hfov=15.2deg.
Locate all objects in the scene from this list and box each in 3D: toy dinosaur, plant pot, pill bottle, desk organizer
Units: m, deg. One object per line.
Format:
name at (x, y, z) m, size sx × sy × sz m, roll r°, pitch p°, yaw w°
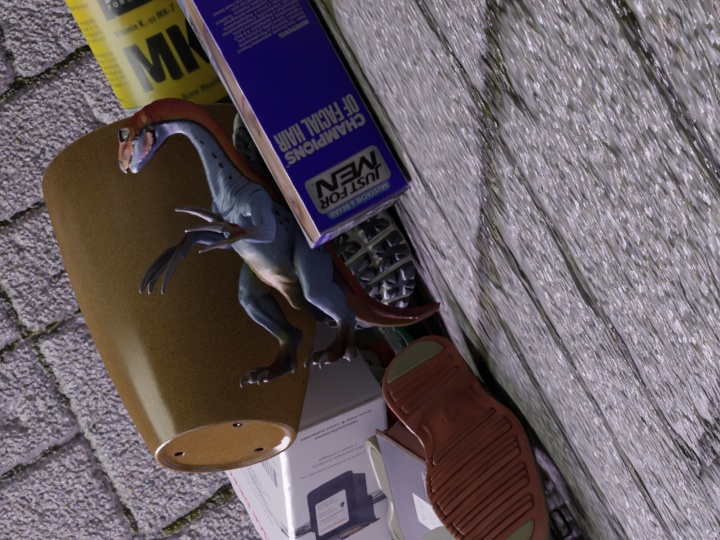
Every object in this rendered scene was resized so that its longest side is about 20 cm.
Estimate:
toy dinosaur at (-0.069, -0.024, 1.625) m, size 0.200 × 0.105 × 0.182 m, roll -23°, pitch -83°, yaw -51°
plant pot at (-0.104, 0.022, 1.747) m, size 0.186 × 0.186 × 0.201 m, roll 71°, pitch -171°, yaw -66°
pill bottle at (-0.132, -0.177, 1.808) m, size 0.200 × 0.114 × 0.114 m, roll 62°, pitch 176°, yaw -14°
desk organizer at (0.078, 0.173, 1.777) m, size 0.072 × 0.077 × 0.200 m, roll 31°, pitch 146°, yaw 42°

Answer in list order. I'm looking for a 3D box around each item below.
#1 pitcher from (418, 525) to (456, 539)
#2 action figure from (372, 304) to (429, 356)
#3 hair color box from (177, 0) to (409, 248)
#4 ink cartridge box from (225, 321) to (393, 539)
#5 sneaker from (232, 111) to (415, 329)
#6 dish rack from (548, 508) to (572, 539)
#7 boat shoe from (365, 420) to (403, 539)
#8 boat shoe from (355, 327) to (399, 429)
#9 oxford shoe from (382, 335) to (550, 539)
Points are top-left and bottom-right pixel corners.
pitcher at (0.034, 0.273, 1.626) m, size 0.121 × 0.171 × 0.200 m, roll 53°, pitch 169°, yaw 50°
action figure at (0.000, 0.000, 1.829) m, size 0.200 × 0.055 × 0.118 m, roll 64°, pitch -179°, yaw 31°
hair color box at (-0.048, -0.116, 1.541) m, size 0.200 × 0.065 × 0.109 m, roll 60°, pitch 175°, yaw 1°
ink cartridge box at (-0.045, 0.110, 1.897) m, size 0.145 × 0.084 × 0.200 m, roll 58°, pitch 162°, yaw 35°
sneaker at (-0.019, -0.052, 1.690) m, size 0.086 × 0.077 × 0.200 m, roll -94°, pitch -14°, yaw -52°
dish rack at (0.132, 0.226, 1.662) m, size 0.200 × 0.054 × 0.153 m, roll 61°, pitch 175°, yaw 7°
boat shoe at (0.058, 0.167, 1.857) m, size 0.075 × 0.068 × 0.200 m, roll 52°, pitch 166°, yaw 33°
boat shoe at (0.014, 0.054, 1.913) m, size 0.063 × 0.071 × 0.200 m, roll 81°, pitch 165°, yaw -70°
oxford shoe at (0.078, 0.116, 1.607) m, size 0.074 × 0.071 × 0.200 m, roll 47°, pitch -168°, yaw -36°
